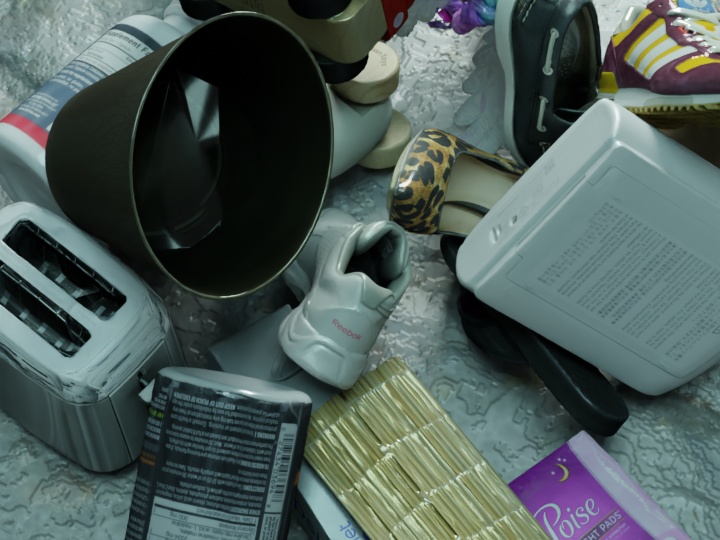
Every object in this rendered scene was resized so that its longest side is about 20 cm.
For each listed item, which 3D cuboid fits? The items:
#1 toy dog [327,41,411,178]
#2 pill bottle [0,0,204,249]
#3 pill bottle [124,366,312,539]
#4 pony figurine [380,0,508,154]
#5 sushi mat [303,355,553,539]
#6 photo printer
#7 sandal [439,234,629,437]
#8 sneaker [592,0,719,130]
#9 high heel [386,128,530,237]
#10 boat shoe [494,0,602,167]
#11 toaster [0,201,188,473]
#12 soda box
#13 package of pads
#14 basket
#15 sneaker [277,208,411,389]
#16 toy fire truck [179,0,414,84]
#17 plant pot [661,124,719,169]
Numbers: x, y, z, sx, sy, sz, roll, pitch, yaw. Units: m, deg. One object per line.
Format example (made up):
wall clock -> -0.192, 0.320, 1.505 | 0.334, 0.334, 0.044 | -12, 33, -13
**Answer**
toy dog -> -0.050, -0.097, 1.757 | 0.096, 0.132, 0.200 | 29, 35, 31
pill bottle -> -0.160, -0.112, 1.762 | 0.120, 0.120, 0.200 | 41, 70, 18
pill bottle -> -0.100, 0.169, 1.601 | 0.106, 0.106, 0.200 | 12, 92, 5
pony figurine -> 0.091, -0.205, 1.787 | 0.167, 0.193, 0.200 | 36, 45, 0
sushi mat -> 0.046, 0.152, 1.611 | 0.096, 0.012, 0.200 | -35, 66, -11
photo printer -> 0.191, -0.008, 1.660 | 0.200, 0.166, 0.069 | 29, 29, -26
sandal -> 0.107, 0.047, 1.710 | 0.048, 0.075, 0.200 | -50, 57, 21
sneaker -> 0.220, -0.142, 1.621 | 0.075, 0.200, 0.090 | 12, 88, -28
high heel -> 0.099, -0.045, 1.698 | 0.143, 0.200, 0.071 | 20, 100, 13
boat shoe -> 0.140, -0.126, 1.722 | 0.060, 0.200, 0.076 | 28, 67, 31
toaster -> -0.208, 0.038, 1.681 | 0.200, 0.129, 0.114 | 38, 68, 17
soda box -> -0.027, 0.126, 1.673 | 0.068, 0.063, 0.200 | -28, 67, -14
package of pads -> 0.169, 0.213, 1.624 | 0.120, 0.076, 0.200 | -37, 69, -19
basket -> -0.122, -0.072, 1.604 | 0.136, 0.200, 0.180 | 12, 85, -26
sneaker -> 0.000, 0.000, 1.682 | 0.078, 0.099, 0.200 | 33, 21, -18
toy fire truck -> -0.020, -0.242, 1.722 | 0.176, 0.129, 0.200 | 28, 66, 26
plant pot -> 0.298, -0.104, 1.731 | 0.200, 0.175, 0.200 | 0, 62, 1
